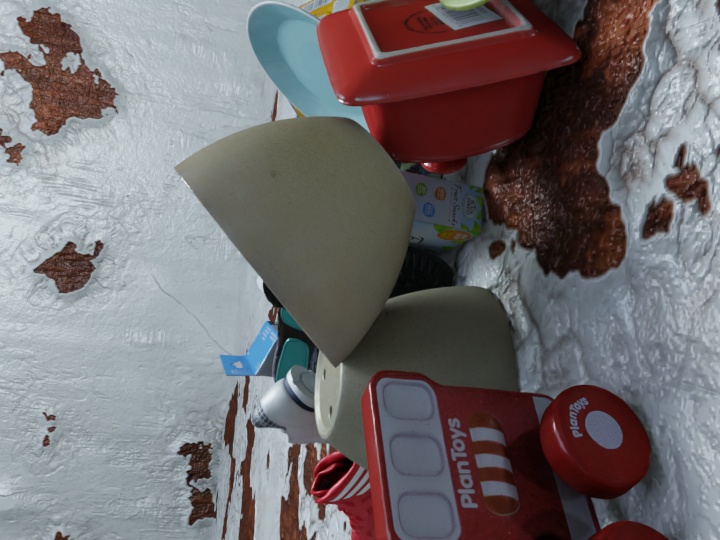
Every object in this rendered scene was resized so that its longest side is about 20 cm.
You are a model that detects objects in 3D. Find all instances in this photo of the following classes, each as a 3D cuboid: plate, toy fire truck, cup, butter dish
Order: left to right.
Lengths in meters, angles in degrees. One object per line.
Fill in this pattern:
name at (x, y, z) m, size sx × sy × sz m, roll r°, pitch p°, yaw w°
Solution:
plate at (-0.040, -0.217, 0.780) m, size 0.026 × 0.199 × 0.200 m, roll -53°, pitch 8°, yaw -18°
cup at (0.036, 0.108, 0.661) m, size 0.200 × 0.141 × 0.204 m, roll -173°, pitch 90°, yaw -74°
butter dish at (0.071, -0.156, 0.636) m, size 0.201 × 0.196 × 0.150 m, roll -105°, pitch 4°, yaw -52°
toy fire truck at (0.084, 0.158, 0.418) m, size 0.113 × 0.165 × 0.202 m, roll 115°, pitch 156°, yaw -48°

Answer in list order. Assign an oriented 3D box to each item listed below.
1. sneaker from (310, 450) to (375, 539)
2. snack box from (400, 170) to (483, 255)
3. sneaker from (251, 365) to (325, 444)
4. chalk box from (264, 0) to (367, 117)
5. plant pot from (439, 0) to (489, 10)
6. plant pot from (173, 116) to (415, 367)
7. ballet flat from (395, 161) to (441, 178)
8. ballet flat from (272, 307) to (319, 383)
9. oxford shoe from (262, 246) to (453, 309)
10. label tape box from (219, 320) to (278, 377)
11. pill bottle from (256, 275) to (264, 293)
sneaker at (-0.009, 0.255, 0.812) m, size 0.079 × 0.114 × 0.202 m, roll -102°, pitch 24°, yaw -49°
snack box at (0.026, -0.051, 0.763) m, size 0.200 × 0.140 × 0.054 m, roll 148°, pitch 129°, yaw -71°
sneaker at (-0.053, 0.182, 0.887) m, size 0.080 × 0.200 × 0.077 m, roll -43°, pitch 47°, yaw 7°
chalk box at (-0.013, -0.238, 0.914) m, size 0.201 × 0.123 × 0.125 m, roll 55°, pitch -150°, yaw -36°
plant pot at (0.066, -0.336, 0.521) m, size 0.199 × 0.189 × 0.202 m, roll -38°, pitch 34°, yaw 32°
plant pot at (-0.034, -0.044, 0.574) m, size 0.134 × 0.201 × 0.200 m, roll -40°, pitch 15°, yaw -6°
ballet flat at (0.059, -0.108, 0.791) m, size 0.200 × 0.073 × 0.076 m, roll 6°, pitch -89°, yaw -82°
ballet flat at (-0.072, 0.067, 0.910) m, size 0.073 × 0.071 × 0.203 m, roll -105°, pitch 26°, yaw -53°
oxford shoe at (0.000, 0.000, 0.764) m, size 0.084 × 0.196 × 0.074 m, roll -69°, pitch -19°, yaw -77°
label tape box at (-0.101, 0.116, 1.045) m, size 0.144 × 0.197 × 0.065 m, roll -164°, pitch 82°, yaw -74°
pill bottle at (-0.072, -0.059, 0.976) m, size 0.113 × 0.111 × 0.202 m, roll -114°, pitch 44°, yaw -61°
